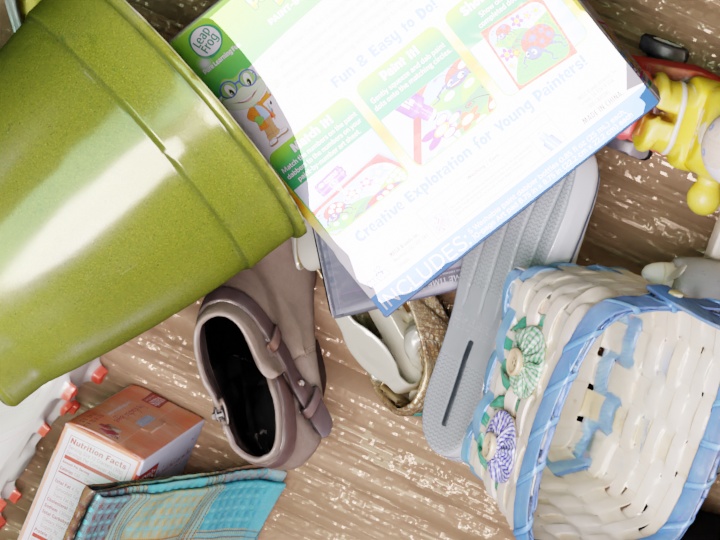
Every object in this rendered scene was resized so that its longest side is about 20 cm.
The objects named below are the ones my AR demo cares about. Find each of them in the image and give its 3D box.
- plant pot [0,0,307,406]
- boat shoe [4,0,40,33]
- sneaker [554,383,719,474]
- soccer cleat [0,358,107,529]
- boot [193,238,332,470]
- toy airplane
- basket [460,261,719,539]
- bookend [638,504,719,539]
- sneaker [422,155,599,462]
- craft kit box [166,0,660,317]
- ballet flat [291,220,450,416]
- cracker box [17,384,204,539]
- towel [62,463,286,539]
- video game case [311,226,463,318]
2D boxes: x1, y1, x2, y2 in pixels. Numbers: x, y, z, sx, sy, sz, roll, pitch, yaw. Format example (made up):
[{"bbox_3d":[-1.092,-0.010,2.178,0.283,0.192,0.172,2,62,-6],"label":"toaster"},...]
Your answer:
[{"bbox_3d":[-0.167,-0.034,1.572,0.193,0.200,0.200,-41,88,-7],"label":"plant pot"},{"bbox_3d":[-0.166,-0.102,1.706,0.074,0.086,0.203,-17,94,14],"label":"boat shoe"},{"bbox_3d":[0.176,0.095,1.672,0.200,0.074,0.079,-14,123,21],"label":"sneaker"},{"bbox_3d":[-0.221,0.082,1.757,0.078,0.069,0.200,37,106,8],"label":"soccer cleat"},{"bbox_3d":[-0.069,0.020,1.672,0.070,0.146,0.200,-24,93,15],"label":"boot"},{"bbox_3d":[0.230,-0.066,1.600,0.199,0.141,0.200,-23,92,14],"label":"toy airplane"},{"bbox_3d":[0.151,0.093,1.527,0.200,0.139,0.177,30,113,45],"label":"basket"},{"bbox_3d":[0.141,0.213,1.645,0.199,0.092,0.199,15,103,-16],"label":"bookend"},{"bbox_3d":[0.097,0.018,1.634,0.073,0.071,0.200,37,111,46],"label":"sneaker"},{"bbox_3d":[0.028,-0.111,1.560,0.200,0.049,0.198,-37,101,12],"label":"craft kit box"},{"bbox_3d":[0.000,0.000,1.692,0.070,0.065,0.200,-33,88,41],"label":"ballet flat"},{"bbox_3d":[-0.173,0.178,1.724,0.058,0.134,0.200,26,102,8],"label":"cracker box"},{"bbox_3d":[-0.126,0.186,1.685,0.022,0.200,0.147,29,104,27],"label":"towel"},{"bbox_3d":[0.033,-0.081,1.625,0.142,0.019,0.201,-13,110,-4],"label":"video game case"}]
